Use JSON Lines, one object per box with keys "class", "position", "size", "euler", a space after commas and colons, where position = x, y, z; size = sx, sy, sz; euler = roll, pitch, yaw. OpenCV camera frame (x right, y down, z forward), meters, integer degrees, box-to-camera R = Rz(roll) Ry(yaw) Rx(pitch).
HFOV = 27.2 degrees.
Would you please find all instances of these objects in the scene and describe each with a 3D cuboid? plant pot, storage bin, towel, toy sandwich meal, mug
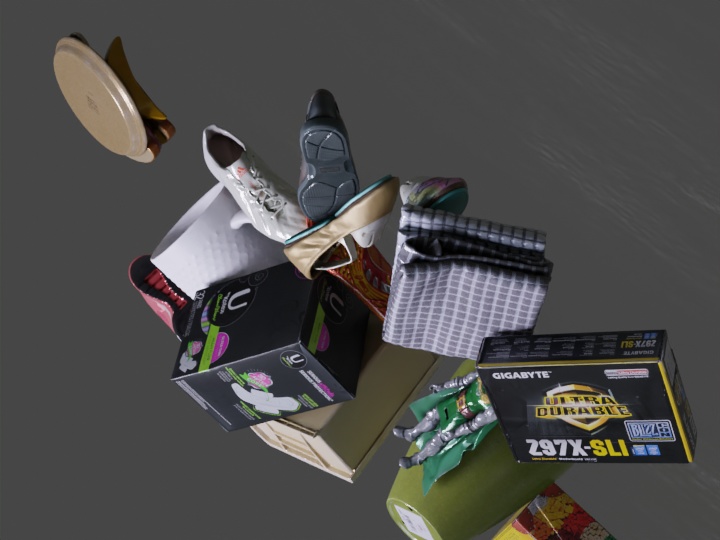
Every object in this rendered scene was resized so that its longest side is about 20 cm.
{"class": "plant pot", "position": [0.130, 0.243, 1.821], "size": [0.187, 0.200, 0.187], "euler": [36, 155, 20]}
{"class": "storage bin", "position": [-0.036, 0.142, 1.917], "size": [0.198, 0.200, 0.094], "euler": [15, 151, 50]}
{"class": "towel", "position": [0.110, 0.026, 1.582], "size": [0.165, 0.086, 0.200], "euler": [12, 150, 2]}
{"class": "toy sandwich meal", "position": [-0.327, -0.234, 1.990], "size": [0.205, 0.070, 0.205], "euler": [39, 153, 24]}
{"class": "mug", "position": [-0.150, -0.017, 1.955], "size": [0.175, 0.148, 0.200], "euler": [44, 140, -13]}

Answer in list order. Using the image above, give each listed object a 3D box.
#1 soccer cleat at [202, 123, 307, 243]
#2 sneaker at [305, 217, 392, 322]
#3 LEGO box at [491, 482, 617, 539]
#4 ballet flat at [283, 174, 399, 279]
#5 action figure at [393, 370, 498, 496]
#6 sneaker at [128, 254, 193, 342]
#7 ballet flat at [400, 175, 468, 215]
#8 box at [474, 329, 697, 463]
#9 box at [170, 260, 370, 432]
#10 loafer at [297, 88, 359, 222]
{"class": "soccer cleat", "position": [-0.130, -0.105, 1.847], "size": [0.200, 0.069, 0.078], "euler": [43, 168, 24]}
{"class": "sneaker", "position": [0.000, 0.000, 1.816], "size": [0.200, 0.073, 0.077], "euler": [52, 172, -2]}
{"class": "LEGO box", "position": [0.257, 0.379, 1.979], "size": [0.149, 0.077, 0.200], "euler": [42, 156, 8]}
{"class": "ballet flat", "position": [-0.010, -0.046, 1.710], "size": [0.200, 0.069, 0.063], "euler": [-31, 91, 47]}
{"class": "action figure", "position": [0.111, 0.161, 1.691], "size": [0.200, 0.055, 0.118], "euler": [-43, 49, 42]}
{"class": "sneaker", "position": [-0.294, 0.057, 2.410], "size": [0.200, 0.074, 0.087], "euler": [50, 170, 1]}
{"class": "ballet flat", "position": [0.071, -0.058, 1.623], "size": [0.200, 0.069, 0.071], "euler": [96, 151, -61]}
{"class": "box", "position": [0.238, 0.135, 1.562], "size": [0.199, 0.049, 0.160], "euler": [-3, 135, 25]}
{"class": "box", "position": [-0.108, 0.090, 1.847], "size": [0.200, 0.149, 0.124], "euler": [-16, 133, 30]}
{"class": "loafer", "position": [-0.037, -0.128, 1.700], "size": [0.072, 0.063, 0.200], "euler": [0, 150, -1]}
